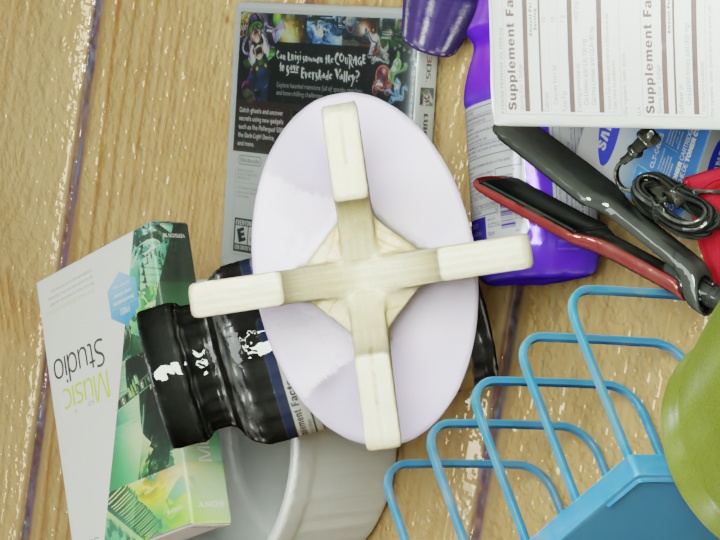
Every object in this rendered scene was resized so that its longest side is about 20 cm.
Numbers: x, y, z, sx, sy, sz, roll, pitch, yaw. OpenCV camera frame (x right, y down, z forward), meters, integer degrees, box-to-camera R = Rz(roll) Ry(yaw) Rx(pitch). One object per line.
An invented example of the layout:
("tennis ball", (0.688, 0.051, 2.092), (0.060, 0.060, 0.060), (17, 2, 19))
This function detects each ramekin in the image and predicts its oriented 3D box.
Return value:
("ramekin", (-0.065, 0.106, 1.738), (0.200, 0.098, 0.201), (-1, 89, 51))

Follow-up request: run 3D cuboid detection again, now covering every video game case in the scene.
("video game case", (-0.022, -0.083, 1.746), (0.200, 0.023, 0.182), (10, 98, 52))

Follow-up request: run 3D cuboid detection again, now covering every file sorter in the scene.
("file sorter", (0.125, 0.112, 1.473), (0.200, 0.139, 0.123), (-47, 51, 40))

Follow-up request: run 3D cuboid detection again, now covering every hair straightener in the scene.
("hair straightener", (0.143, -0.038, 1.435), (0.200, 0.041, 0.077), (35, 118, 41))

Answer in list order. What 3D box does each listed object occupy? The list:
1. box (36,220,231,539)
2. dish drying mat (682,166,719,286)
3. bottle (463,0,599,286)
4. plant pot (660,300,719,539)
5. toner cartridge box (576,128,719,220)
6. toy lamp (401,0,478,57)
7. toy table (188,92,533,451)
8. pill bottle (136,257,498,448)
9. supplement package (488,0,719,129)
("box", (-0.150, 0.083, 1.738), (0.144, 0.036, 0.200), (-26, 70, 49))
("dish drying mat", (0.255, -0.031, 1.374), (0.200, 0.018, 0.077), (-13, 102, 44))
("bottle", (0.097, -0.092, 1.558), (0.084, 0.065, 0.200), (165, 103, -65))
("plant pot", (0.246, 0.053, 1.297), (0.193, 0.200, 0.201), (-45, 55, 56))
("toner cartridge box", (0.188, -0.131, 1.465), (0.095, 0.043, 0.200), (36, 117, 46))
("toy lamp", (0.071, -0.226, 1.604), (0.058, 0.058, 0.200), (38, 117, 45))
("toy table", (0.000, 0.000, 1.473), (0.117, 0.184, 0.200), (13, -123, -89))
("pill bottle", (-0.026, 0.039, 1.587), (0.112, 0.200, 0.112), (165, 90, -89))
("supplement package", (0.177, -0.131, 1.363), (0.200, 0.114, 0.110), (3, 101, 29))
